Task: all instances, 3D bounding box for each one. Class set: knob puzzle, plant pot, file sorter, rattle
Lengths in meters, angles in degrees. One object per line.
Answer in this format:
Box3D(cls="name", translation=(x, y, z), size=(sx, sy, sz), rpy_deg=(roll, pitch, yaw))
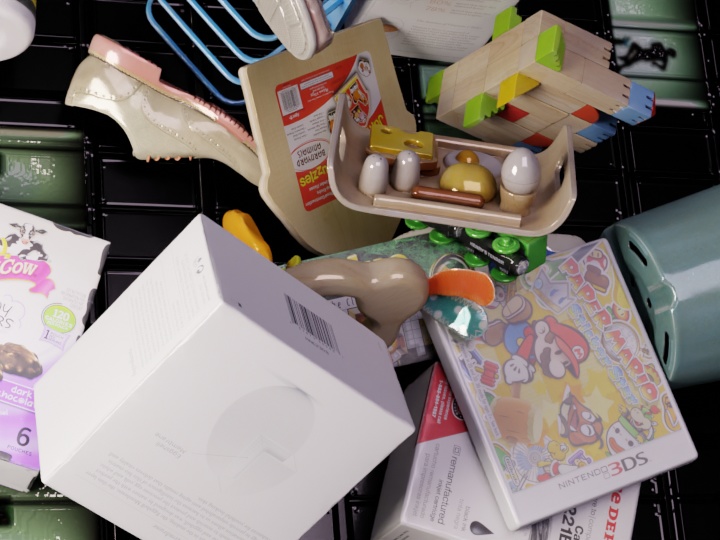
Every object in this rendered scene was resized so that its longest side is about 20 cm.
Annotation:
Box3D(cls="knob puzzle", translation=(-0.023, -0.096, 1.733), size=(0.219, 0.030, 0.222), rpy_deg=(3, 85, -48))
Box3D(cls="plant pot", translation=(0.318, 0.009, 1.754), size=(0.195, 0.200, 0.202), rpy_deg=(-14, 75, -16))
Box3D(cls="file sorter", translation=(-0.089, -0.247, 1.710), size=(0.123, 0.200, 0.139), rpy_deg=(-40, 85, -23))
Box3D(cls="rattle", translation=(0.000, 0.000, 1.633), size=(0.199, 0.131, 0.143), rpy_deg=(-21, 33, 7))

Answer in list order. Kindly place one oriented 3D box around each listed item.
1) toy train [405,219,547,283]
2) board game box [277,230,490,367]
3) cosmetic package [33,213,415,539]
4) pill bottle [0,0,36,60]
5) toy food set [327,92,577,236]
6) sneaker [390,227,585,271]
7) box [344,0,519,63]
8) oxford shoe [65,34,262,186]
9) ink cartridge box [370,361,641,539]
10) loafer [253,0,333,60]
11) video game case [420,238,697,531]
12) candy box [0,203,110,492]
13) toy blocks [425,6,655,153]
Box3D(cls="toy train", translation=(0.073, -0.050, 1.676), size=(0.056, 0.042, 0.200), rpy_deg=(-28, 45, -33))
Box3D(cls="board game box", translation=(0.012, 0.031, 1.690), size=(0.198, 0.023, 0.106), rpy_deg=(-13, 85, -3))
Box3D(cls="cosmetic package", translation=(-0.105, 0.103, 1.524), size=(0.199, 0.200, 0.123), rpy_deg=(36, 19, -31))
Box3D(cls="pill bottle", translation=(-0.323, -0.284, 1.692), size=(0.113, 0.114, 0.202), rpy_deg=(5, 69, -16))
Box3D(cls="toy food set", translation=(0.074, -0.096, 1.657), size=(0.198, 0.061, 0.144), rpy_deg=(9, 29, -2))
Box3D(cls="sneaker", translation=(0.113, 0.026, 1.738), size=(0.199, 0.077, 0.112), rpy_deg=(4, 59, -24))
Box3D(cls="box", translation=(0.070, -0.271, 1.769), size=(0.123, 0.200, 0.098), rpy_deg=(6, 68, -17))
Box3D(cls="oxford shoe", translation=(-0.155, -0.117, 1.722), size=(0.199, 0.071, 0.074), rpy_deg=(33, 89, -5))
Box3D(cls="ink cartridge box", translation=(0.125, 0.180, 1.680), size=(0.199, 0.084, 0.145), rpy_deg=(19, 65, -12))
Box3D(cls="loafer", translation=(-0.066, -0.260, 1.581), size=(0.063, 0.072, 0.201), rpy_deg=(-25, 78, -25))
Box3D(cls="video game case", translation=(0.162, 0.090, 1.664), size=(0.181, 0.023, 0.201), rpy_deg=(-17, 78, -25))
Box3D(cls="candy box", translation=(-0.305, 0.048, 1.595), size=(0.167, 0.072, 0.201), rpy_deg=(19, 66, -11))
Box3D(cls="toy blocks", translation=(0.165, -0.152, 1.776), size=(0.136, 0.200, 0.101), rpy_deg=(22, 65, -26))
